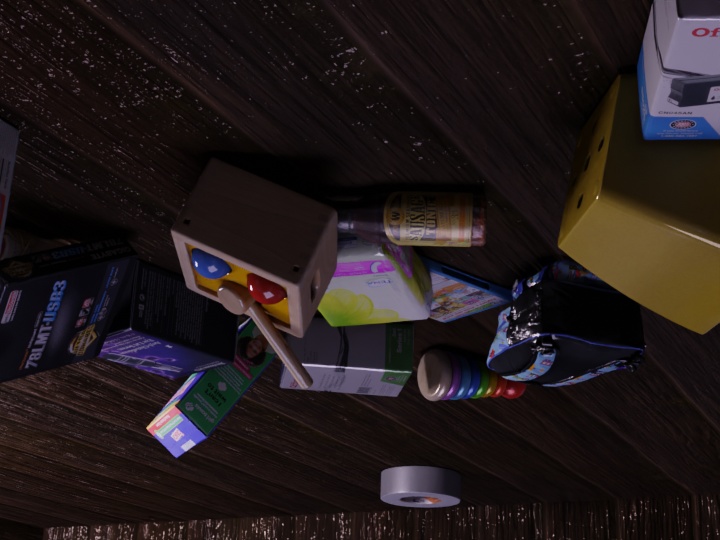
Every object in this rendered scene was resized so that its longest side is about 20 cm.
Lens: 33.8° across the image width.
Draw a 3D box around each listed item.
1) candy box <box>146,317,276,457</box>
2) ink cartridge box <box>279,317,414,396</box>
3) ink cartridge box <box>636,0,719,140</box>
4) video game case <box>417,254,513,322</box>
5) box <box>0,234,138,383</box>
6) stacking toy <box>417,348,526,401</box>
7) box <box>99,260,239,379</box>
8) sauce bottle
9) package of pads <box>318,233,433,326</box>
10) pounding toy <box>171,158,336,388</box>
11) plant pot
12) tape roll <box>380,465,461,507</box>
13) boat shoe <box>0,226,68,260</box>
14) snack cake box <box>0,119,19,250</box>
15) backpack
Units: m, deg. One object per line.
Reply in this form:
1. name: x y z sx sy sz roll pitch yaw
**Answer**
1. candy box: -0.230 0.184 1.862 0.077 0.201 0.169 42 149 -7
2. ink cartridge box: -0.025 0.137 1.880 0.197 0.085 0.146 6 158 -7
3. ink cartridge box: 0.317 -0.191 0.993 0.143 0.085 0.200 0 158 6
4. video game case: 0.098 0.028 1.678 0.199 0.018 0.142 20 152 -37
5. box: -0.404 0.054 1.530 0.197 0.050 0.201 -16 145 -46
6. stacking toy: 0.197 0.180 1.995 0.198 0.086 0.085 7 160 -31
7. box: -0.295 0.076 1.726 0.147 0.106 0.199 -17 151 40
8. sauce bottle: 0.049 -0.060 1.389 0.197 0.067 0.066 -1 159 3
9. package of pads: 0.000 0.000 1.526 0.153 0.069 0.200 -5 151 20
10. pounding toy: -0.113 0.009 1.365 0.182 0.143 0.200 23 157 9
11. plant pot: 0.301 -0.080 1.155 0.174 0.202 0.200 15 158 -3
12. tape roll: 0.148 0.532 2.909 0.197 0.067 0.201 3 159 1
13. boat shoe: -0.457 -0.020 1.539 0.197 0.075 0.069 7 165 -10
14. snack cake box: -0.426 -0.073 1.218 0.066 0.202 0.115 -7 157 25
15. backpack: 0.273 0.085 1.641 0.180 0.136 0.200 10 157 -20
